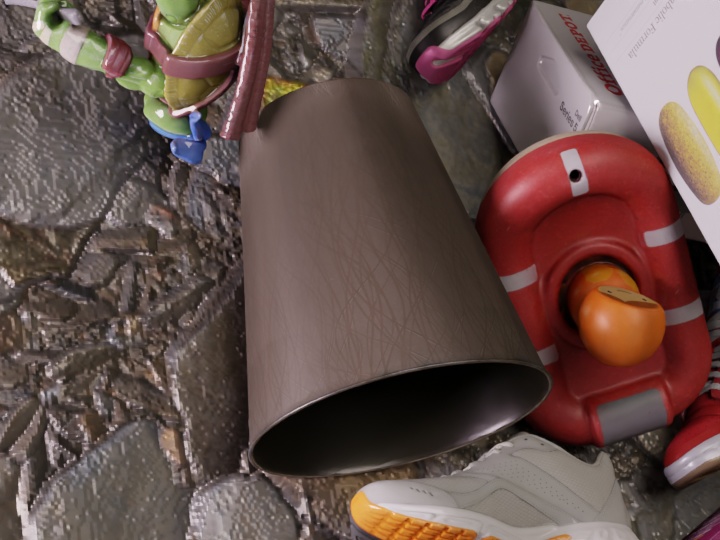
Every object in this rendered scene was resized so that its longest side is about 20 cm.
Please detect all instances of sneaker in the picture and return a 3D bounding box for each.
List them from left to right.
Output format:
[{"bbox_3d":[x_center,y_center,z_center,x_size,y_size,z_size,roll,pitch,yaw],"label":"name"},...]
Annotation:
[{"bbox_3d":[0.066,-0.206,1.322,0.087,0.074,0.200,37,49,-6],"label":"sneaker"},{"bbox_3d":[0.077,0.138,1.159,0.199,0.076,0.093,13,52,-31],"label":"sneaker"},{"bbox_3d":[0.241,0.060,1.278,0.199,0.071,0.113,-28,84,-43],"label":"sneaker"}]

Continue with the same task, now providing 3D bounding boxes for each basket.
[{"bbox_3d":[0.000,0.000,1.145,0.179,0.136,0.201,-14,64,-3],"label":"basket"}]

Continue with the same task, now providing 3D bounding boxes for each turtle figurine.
[{"bbox_3d":[-0.121,-0.182,1.128,0.143,0.194,0.201,2,54,-21],"label":"turtle figurine"}]

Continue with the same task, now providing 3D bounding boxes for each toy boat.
[{"bbox_3d":[0.147,0.018,1.168,0.130,0.131,0.201,-18,106,-4],"label":"toy boat"}]

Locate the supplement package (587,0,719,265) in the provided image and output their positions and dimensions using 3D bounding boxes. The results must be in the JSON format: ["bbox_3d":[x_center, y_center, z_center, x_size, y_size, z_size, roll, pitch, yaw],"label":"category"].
[{"bbox_3d":[0.244,-0.109,1.164,0.109,0.114,0.201,-4,55,-34],"label":"supplement package"}]

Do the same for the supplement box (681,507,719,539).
[{"bbox_3d":[0.261,0.202,1.196,0.199,0.103,0.131,-31,82,-35],"label":"supplement box"}]

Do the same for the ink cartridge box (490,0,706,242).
[{"bbox_3d":[0.204,-0.094,1.295,0.199,0.084,0.146,11,30,-22],"label":"ink cartridge box"}]
